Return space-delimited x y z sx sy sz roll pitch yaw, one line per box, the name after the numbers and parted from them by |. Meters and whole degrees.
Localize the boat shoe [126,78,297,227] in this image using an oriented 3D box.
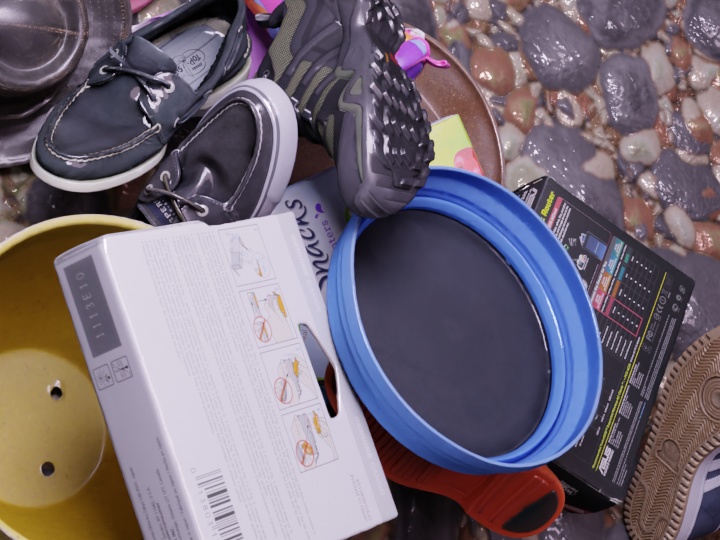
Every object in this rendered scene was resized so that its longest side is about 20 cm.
-0.111 -0.034 1.041 0.070 0.200 0.066 50 34 14 | boat shoe

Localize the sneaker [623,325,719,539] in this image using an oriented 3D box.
0.271 0.116 1.241 0.108 0.200 0.070 -6 39 -35 | sneaker

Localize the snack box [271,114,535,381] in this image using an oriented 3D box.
0.000 0.000 1.135 0.200 0.053 0.143 -24 94 -13 | snack box

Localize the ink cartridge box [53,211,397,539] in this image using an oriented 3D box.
-0.071 0.070 0.957 0.173 0.043 0.200 -12 81 -57 | ink cartridge box

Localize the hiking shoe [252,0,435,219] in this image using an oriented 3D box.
-0.018 -0.101 1.054 0.076 0.101 0.200 40 32 -42 | hiking shoe

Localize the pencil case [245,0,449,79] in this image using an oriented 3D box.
-0.032 -0.189 1.159 0.088 0.088 0.200 -34 82 -33 | pencil case

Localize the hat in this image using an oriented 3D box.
-0.228 -0.148 1.035 0.200 0.081 0.201 -5 104 -21 | hat

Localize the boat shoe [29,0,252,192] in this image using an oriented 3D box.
-0.128 -0.118 1.043 0.074 0.066 0.199 34 43 18 | boat shoe

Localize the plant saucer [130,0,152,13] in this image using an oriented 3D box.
-0.199 -0.265 1.140 0.200 0.051 0.201 9 71 -29 | plant saucer

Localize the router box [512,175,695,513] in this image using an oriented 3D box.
0.144 0.055 1.240 0.150 0.062 0.200 34 62 -18 | router box

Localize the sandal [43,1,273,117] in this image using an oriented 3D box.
-0.122 -0.143 1.149 0.202 0.050 0.083 -21 87 -33 | sandal

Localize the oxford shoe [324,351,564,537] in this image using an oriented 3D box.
0.047 0.102 1.107 0.071 0.073 0.200 -43 120 12 | oxford shoe

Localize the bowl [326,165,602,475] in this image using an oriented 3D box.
0.064 0.033 1.057 0.200 0.039 0.201 19 55 -30 | bowl

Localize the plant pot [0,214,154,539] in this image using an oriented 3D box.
-0.172 0.081 1.002 0.200 0.142 0.201 8 73 -28 | plant pot

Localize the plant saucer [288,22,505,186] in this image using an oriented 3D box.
0.012 -0.083 1.219 0.200 0.037 0.201 8 72 -27 | plant saucer

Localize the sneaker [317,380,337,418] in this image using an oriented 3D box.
-0.077 0.147 1.065 0.073 0.082 0.200 49 65 -16 | sneaker
